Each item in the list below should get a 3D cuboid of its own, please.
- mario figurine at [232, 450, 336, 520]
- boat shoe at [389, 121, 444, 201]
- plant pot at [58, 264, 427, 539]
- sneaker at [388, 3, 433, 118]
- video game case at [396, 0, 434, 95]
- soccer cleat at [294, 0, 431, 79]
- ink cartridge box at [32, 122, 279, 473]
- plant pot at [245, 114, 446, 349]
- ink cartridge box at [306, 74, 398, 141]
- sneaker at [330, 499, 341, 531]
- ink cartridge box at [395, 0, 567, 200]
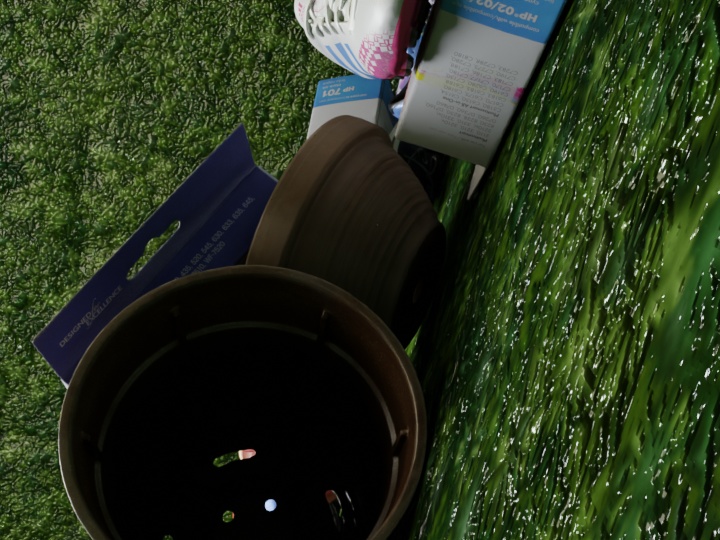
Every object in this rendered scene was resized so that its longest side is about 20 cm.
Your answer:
[{"bbox_3d":[-0.049,0.192,0.890,0.106,0.123,0.201,46,-132,-76],"label":"mario figurine"},{"bbox_3d":[0.047,-0.092,1.075,0.200,0.062,0.075,-66,-6,-63],"label":"boat shoe"},{"bbox_3d":[-0.069,0.134,0.687,0.199,0.199,0.201,97,-172,-58],"label":"plant pot"},{"bbox_3d":[0.077,-0.225,1.053,0.079,0.089,0.201,-80,7,-68],"label":"sneaker"},{"bbox_3d":[0.079,-0.237,1.255,0.143,0.019,0.201,-111,27,-54],"label":"video game case"},{"bbox_3d":[-0.003,-0.158,0.701,0.200,0.086,0.070,-138,66,-88],"label":"soccer cleat"},{"bbox_3d":[-0.110,0.034,0.760,0.198,0.047,0.200,-50,-22,-22],"label":"ink cartridge box"},{"bbox_3d":[0.000,0.000,0.788,0.201,0.092,0.201,-57,-20,-34],"label":"plant pot"},{"bbox_3d":[-0.002,-0.091,1.198,0.147,0.085,0.201,68,-155,-47],"label":"ink cartridge box"},{"bbox_3d":[-0.040,0.185,0.999,0.114,0.075,0.201,129,153,-83],"label":"sneaker"},{"bbox_3d":[0.075,-0.150,0.700,0.200,0.068,0.116,109,178,-56],"label":"ink cartridge box"}]
